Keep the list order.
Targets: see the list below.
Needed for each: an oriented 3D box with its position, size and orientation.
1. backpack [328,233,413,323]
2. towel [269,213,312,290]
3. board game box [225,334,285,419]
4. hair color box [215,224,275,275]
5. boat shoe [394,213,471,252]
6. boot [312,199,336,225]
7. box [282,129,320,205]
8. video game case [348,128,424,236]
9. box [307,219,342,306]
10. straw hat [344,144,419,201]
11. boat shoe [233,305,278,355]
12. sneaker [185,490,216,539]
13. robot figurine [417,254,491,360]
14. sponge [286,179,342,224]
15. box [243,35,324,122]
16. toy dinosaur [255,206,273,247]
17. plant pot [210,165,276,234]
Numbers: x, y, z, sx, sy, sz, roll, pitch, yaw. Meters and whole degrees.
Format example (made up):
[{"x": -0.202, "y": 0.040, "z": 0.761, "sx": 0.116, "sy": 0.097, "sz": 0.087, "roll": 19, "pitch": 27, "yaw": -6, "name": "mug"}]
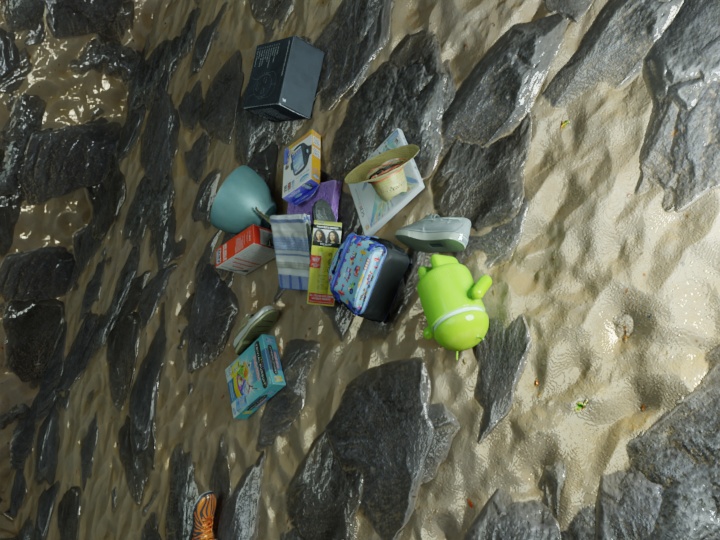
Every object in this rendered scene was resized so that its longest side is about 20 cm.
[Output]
[{"x": 0.000, "y": 0.000, "z": 1.476, "sx": 0.199, "sy": 0.133, "sz": 0.186, "roll": 34, "pitch": 103, "yaw": 49, "name": "backpack"}, {"x": -0.175, "y": -0.047, "z": 1.656, "sx": 0.145, "sy": 0.024, "sz": 0.205, "roll": 4, "pitch": 105, "yaw": 40, "name": "towel"}, {"x": -0.296, "y": 0.297, "z": 1.778, "sx": 0.200, "sy": 0.046, "sz": 0.153, "roll": -43, "pitch": 52, "yaw": 32, "name": "board game box"}, {"x": -0.323, "y": -0.057, "z": 1.857, "sx": 0.198, "sy": 0.110, "sz": 0.065, "roll": -27, "pitch": 60, "yaw": 39, "name": "hair color box"}, {"x": 0.159, "y": -0.085, "z": 1.383, "sx": 0.199, "sy": 0.070, "sz": 0.073, "roll": 5, "pitch": 63, "yaw": 49, "name": "boat shoe"}, {"x": -0.143, "y": -0.075, "z": 1.681, "sx": 0.198, "sy": 0.065, "sz": 0.168, "roll": -22, "pitch": 80, "yaw": 44, "name": "boot"}, {"x": -0.163, "y": -0.278, "z": 1.765, "sx": 0.118, "sy": 0.041, "sz": 0.204, "roll": -27, "pitch": 48, "yaw": 34, "name": "box"}, {"x": 0.056, "y": -0.212, "z": 1.553, "sx": 0.199, "sy": 0.022, "sz": 0.185, "roll": -41, "pitch": 53, "yaw": 33, "name": "video game case"}, {"x": -0.089, "y": -0.018, "z": 1.574, "sx": 0.050, "sy": 0.073, "sz": 0.205, "roll": -93, "pitch": 10, "yaw": -74, "name": "box"}, {"x": 0.064, "y": -0.205, "z": 1.458, "sx": 0.199, "sy": 0.201, "sz": 0.086, "roll": -4, "pitch": 121, "yaw": 46, "name": "straw hat"}, {"x": -0.305, "y": 0.156, "z": 1.806, "sx": 0.200, "sy": 0.074, "sz": 0.069, "roll": -46, "pitch": 55, "yaw": 30, "name": "boat shoe"}, {"x": -0.425, "y": 0.728, "z": 1.790, "sx": 0.111, "sy": 0.077, "sz": 0.204, "roll": 28, "pitch": 111, "yaw": 43, "name": "sneaker"}, {"x": 0.182, "y": 0.069, "z": 1.269, "sx": 0.176, "sy": 0.114, "sz": 0.203, "roll": -45, "pitch": 50, "yaw": 37, "name": "robot figurine"}, {"x": -0.129, "y": -0.176, "z": 1.739, "sx": 0.198, "sy": 0.029, "sz": 0.114, "roll": -3, "pitch": 78, "yaw": 46, "name": "sponge"}, {"x": -0.227, "y": -0.557, "z": 1.879, "sx": 0.195, "sy": 0.122, "sz": 0.205, "roll": 10, "pitch": 86, "yaw": 49, "name": "box"}, {"x": -0.215, "y": -0.097, "z": 1.765, "sx": 0.197, "sy": 0.047, "sz": 0.090, "roll": 26, "pitch": 111, "yaw": 12, "name": "toy dinosaur"}, {"x": -0.323, "y": -0.182, "z": 1.857, "sx": 0.133, "sy": 0.200, "sz": 0.203, "roll": 30, "pitch": 104, "yaw": 9, "name": "plant pot"}]
